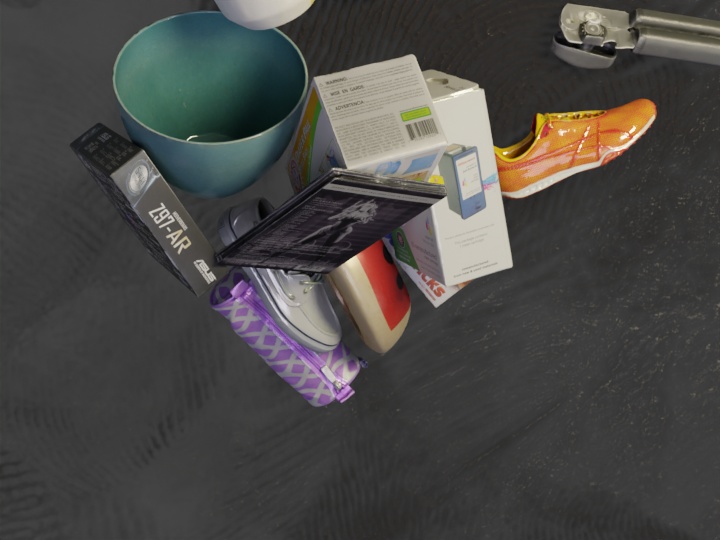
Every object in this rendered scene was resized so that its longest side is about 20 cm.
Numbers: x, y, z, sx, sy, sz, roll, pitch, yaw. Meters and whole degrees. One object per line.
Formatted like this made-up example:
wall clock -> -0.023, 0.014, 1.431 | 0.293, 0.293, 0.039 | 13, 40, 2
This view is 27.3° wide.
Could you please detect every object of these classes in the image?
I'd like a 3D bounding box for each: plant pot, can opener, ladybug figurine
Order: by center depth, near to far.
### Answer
plant pot -> -0.155, -0.154, 1.549 | 0.197, 0.202, 0.136 | -1, 139, -6
can opener -> 0.307, -0.250, 1.626 | 0.197, 0.054, 0.067 | 7, 146, -10
ladybug figurine -> 0.000, 0.000, 1.657 | 0.071, 0.136, 0.201 | -30, 122, -4

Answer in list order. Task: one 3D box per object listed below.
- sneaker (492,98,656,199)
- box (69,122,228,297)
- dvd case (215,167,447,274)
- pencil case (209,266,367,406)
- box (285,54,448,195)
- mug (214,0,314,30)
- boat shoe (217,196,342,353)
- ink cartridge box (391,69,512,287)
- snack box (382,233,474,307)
sneaker -> 0.235, -0.148, 1.647 | 0.198, 0.073, 0.078 | -24, 106, 3
box -> -0.226, -0.067, 1.561 | 0.043, 0.200, 0.161 | -38, 114, -10
dvd case -> -0.031, -0.046, 1.475 | 0.147, 0.016, 0.199 | 5, 154, -40
pencil case -> -0.086, 0.075, 1.707 | 0.084, 0.086, 0.200 | -43, 111, 7
box -> 0.001, -0.115, 1.499 | 0.111, 0.200, 0.102 | -15, 72, -16
mug -> -0.092, -0.334, 1.486 | 0.184, 0.150, 0.154 | -15, 124, 13
boat shoe -> -0.077, 0.007, 1.637 | 0.066, 0.074, 0.200 | -26, 114, 37
ink cartridge box -> 0.082, -0.102, 1.589 | 0.087, 0.145, 0.203 | -15, 109, -18
snack box -> 0.055, -0.051, 1.697 | 0.072, 0.024, 0.200 | -36, 114, 11
